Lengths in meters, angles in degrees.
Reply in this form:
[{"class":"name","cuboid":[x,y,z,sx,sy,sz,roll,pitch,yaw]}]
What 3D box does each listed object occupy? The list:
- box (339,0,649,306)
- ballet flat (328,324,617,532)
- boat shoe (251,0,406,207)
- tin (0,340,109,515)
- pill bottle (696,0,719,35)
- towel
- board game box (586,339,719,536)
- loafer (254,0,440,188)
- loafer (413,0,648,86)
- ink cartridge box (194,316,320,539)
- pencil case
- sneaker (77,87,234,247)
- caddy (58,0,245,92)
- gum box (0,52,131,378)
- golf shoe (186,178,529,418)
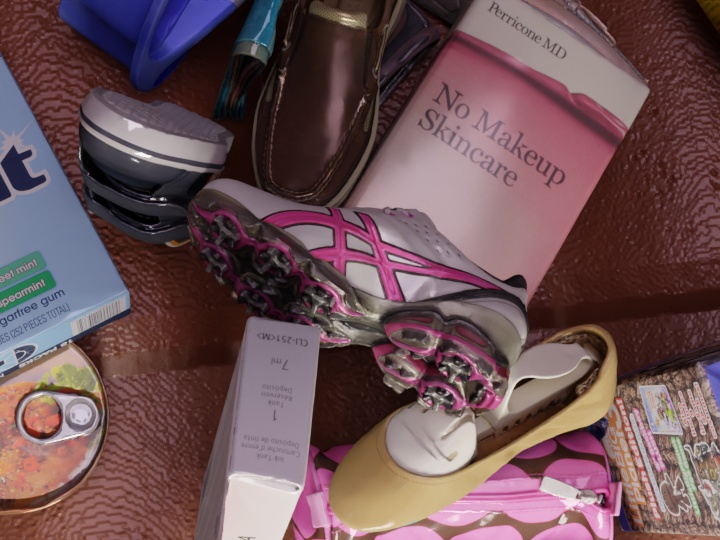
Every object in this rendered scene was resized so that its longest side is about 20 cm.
[{"class":"box","cuboid":[0.070,-0.055,0.831,0.127,0.109,0.201,32,78,-3]},{"class":"ballet flat","cuboid":[0.067,0.082,0.761,0.198,0.063,0.069,-25,55,-25]},{"class":"boat shoe","cuboid":[-0.020,-0.129,0.775,0.074,0.075,0.204,10,65,6]},{"class":"tin","cuboid":[-0.250,0.090,0.788,0.197,0.042,0.114,-1,85,-10]},{"class":"pill bottle","cuboid":[0.284,-0.203,0.891,0.112,0.112,0.201,-33,88,-13]},{"class":"towel","cuboid":[-0.039,-0.198,0.815,0.021,0.147,0.202,23,77,-8]},{"class":"board game box","cuboid":[0.245,0.087,0.794,0.158,0.200,0.098,-18,84,-13]},{"class":"loafer","cuboid":[-0.011,-0.094,0.845,0.063,0.072,0.202,30,74,-8]},{"class":"loafer","cuboid":[0.113,-0.178,0.882,0.199,0.072,0.063,33,70,-1]},{"class":"ink cartridge box","cuboid":[-0.065,0.149,0.703,0.043,0.201,0.175,9,56,-8]},{"class":"pencil case","cuboid":[0.057,0.140,0.806,0.197,0.094,0.092,-3,93,-9]},{"class":"sneaker","cuboid":[-0.119,-0.054,0.754,0.078,0.200,0.080,27,95,3]},{"class":"caddy","cuboid":[-0.104,-0.207,0.808,0.104,0.141,0.201,30,78,-1]},{"class":"gum box","cuboid":[-0.255,-0.028,0.778,0.169,0.045,0.201,-26,75,-17]},{"class":"golf shoe","cuboid":[0.000,0.000,0.728,0.198,0.073,0.093,29,54,-4]}]
